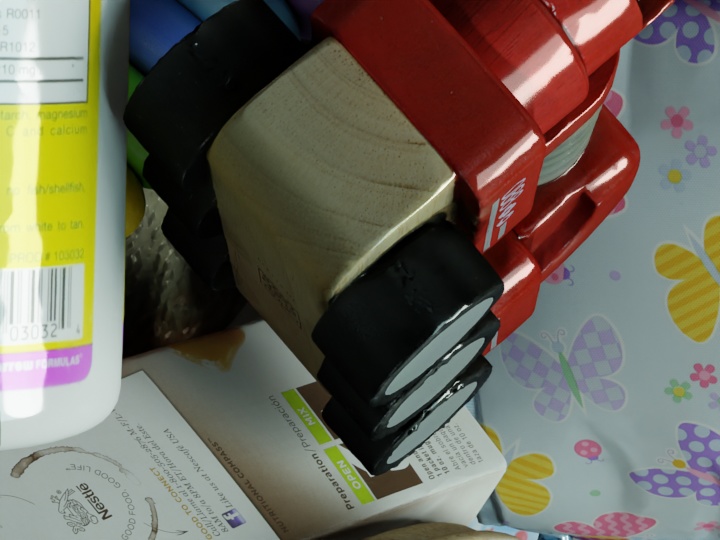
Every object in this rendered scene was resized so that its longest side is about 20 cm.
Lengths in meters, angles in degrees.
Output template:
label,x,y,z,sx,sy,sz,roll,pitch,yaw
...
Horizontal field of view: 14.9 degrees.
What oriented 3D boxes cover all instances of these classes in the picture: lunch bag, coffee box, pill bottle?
label,x,y,z,sx,sy,sz,roll,pitch,yaw
lunch bag,0.114,-0.003,0.886,0.127,0.168,0.202,-50,139,-62
coffee box,-0.070,0.088,0.814,0.199,0.080,0.115,-15,147,-40
pill bottle,-0.109,-0.061,0.687,0.104,0.104,0.202,-6,101,-52

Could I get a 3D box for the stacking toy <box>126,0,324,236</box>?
label,x,y,z,sx,sy,sz,roll,pitch,yaw
stacking toy,-0.076,-0.043,0.785,0.201,0.085,0.085,-54,144,-11

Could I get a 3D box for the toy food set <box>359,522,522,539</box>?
label,x,y,z,sx,sy,sz,roll,pitch,yaw
toy food set,-0.024,0.147,0.824,0.197,0.049,0.200,-33,159,-5

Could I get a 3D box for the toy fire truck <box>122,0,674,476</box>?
label,x,y,z,sx,sy,sz,roll,pitch,yaw
toy fire truck,0.037,-0.066,0.736,0.200,0.129,0.176,-40,170,-8

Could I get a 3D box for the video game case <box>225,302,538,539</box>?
label,x,y,z,sx,sy,sz,roll,pitch,yaw
video game case,0.046,0.028,0.981,0.200,0.022,0.182,-50,129,-10

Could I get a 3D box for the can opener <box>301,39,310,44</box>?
label,x,y,z,sx,sy,sz,roll,pitch,yaw
can opener,0.000,0.000,0.882,0.053,0.067,0.201,-20,109,-21
